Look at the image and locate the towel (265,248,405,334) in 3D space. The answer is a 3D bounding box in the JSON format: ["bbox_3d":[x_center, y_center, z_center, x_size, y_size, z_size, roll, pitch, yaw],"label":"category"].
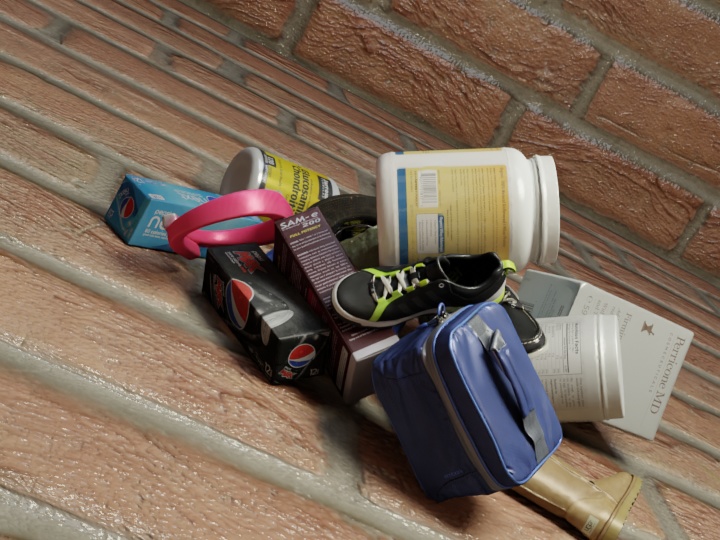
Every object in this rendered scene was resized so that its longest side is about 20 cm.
[{"bbox_3d":[-0.031,0.025,1.606,0.200,0.024,0.145,32,17,5],"label":"towel"}]

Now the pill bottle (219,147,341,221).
[{"bbox_3d":[-0.100,-0.100,1.821,0.200,0.112,0.112,20,18,-31],"label":"pill bottle"}]

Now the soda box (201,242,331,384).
[{"bbox_3d":[-0.111,0.045,1.406,0.071,0.063,0.200,-8,34,-30],"label":"soda box"}]

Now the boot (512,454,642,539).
[{"bbox_3d":[0.230,0.234,1.460,0.200,0.066,0.175,32,15,13],"label":"boot"}]

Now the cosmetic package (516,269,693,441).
[{"bbox_3d":[0.318,0.116,1.723,0.200,0.168,0.166,23,-2,-22],"label":"cosmetic package"}]

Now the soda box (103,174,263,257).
[{"bbox_3d":[-0.222,-0.063,1.570,0.200,0.068,0.064,11,25,-50],"label":"soda box"}]

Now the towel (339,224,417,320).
[{"bbox_3d":[0.070,-0.009,1.472,0.200,0.037,0.148,-23,49,-17],"label":"towel"}]

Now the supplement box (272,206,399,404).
[{"bbox_3d":[-0.032,0.039,1.402,0.061,0.109,0.200,-22,63,-20],"label":"supplement box"}]

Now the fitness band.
[{"bbox_3d":[-0.151,-0.054,1.442,0.200,0.143,0.038,56,20,-80],"label":"fitness band"}]

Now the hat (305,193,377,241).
[{"bbox_3d":[0.000,0.000,1.548,0.200,0.081,0.201,0,53,0],"label":"hat"}]

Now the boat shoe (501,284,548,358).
[{"bbox_3d":[0.159,0.045,1.473,0.074,0.060,0.200,-18,27,-12],"label":"boat shoe"}]

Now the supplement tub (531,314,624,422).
[{"bbox_3d":[0.219,0.124,1.511,0.199,0.132,0.132,-4,10,12],"label":"supplement tub"}]

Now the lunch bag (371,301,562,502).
[{"bbox_3d":[0.116,0.128,1.280,0.136,0.132,0.200,-35,101,-53],"label":"lunch bag"}]

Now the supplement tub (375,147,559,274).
[{"bbox_3d":[0.119,-0.066,1.398,0.199,0.145,0.145,-2,17,2],"label":"supplement tub"}]

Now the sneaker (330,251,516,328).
[{"bbox_3d":[0.066,0.007,1.321,0.199,0.083,0.072,-7,57,-9],"label":"sneaker"}]

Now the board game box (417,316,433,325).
[{"bbox_3d":[0.129,0.026,1.673,0.103,0.105,0.200,-15,-4,-4],"label":"board game box"}]
